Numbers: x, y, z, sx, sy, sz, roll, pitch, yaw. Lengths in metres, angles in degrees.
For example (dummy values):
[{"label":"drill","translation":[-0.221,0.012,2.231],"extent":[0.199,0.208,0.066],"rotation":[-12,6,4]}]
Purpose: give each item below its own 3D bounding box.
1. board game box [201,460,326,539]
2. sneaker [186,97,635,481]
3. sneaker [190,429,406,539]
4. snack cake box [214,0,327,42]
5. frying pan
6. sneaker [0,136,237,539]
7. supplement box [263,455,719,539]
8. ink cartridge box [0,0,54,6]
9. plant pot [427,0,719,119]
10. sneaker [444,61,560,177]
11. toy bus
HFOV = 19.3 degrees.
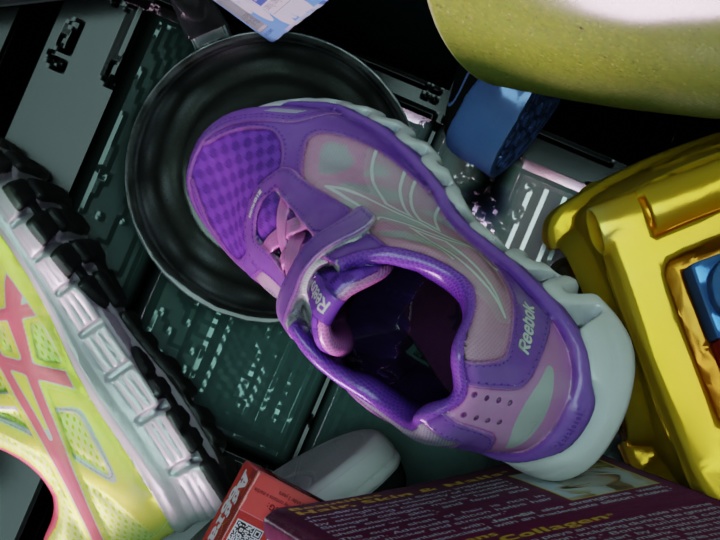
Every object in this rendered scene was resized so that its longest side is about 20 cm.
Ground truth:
[{"label":"board game box","translation":[0.017,0.160,0.787],"extent":[0.200,0.019,0.103],"rotation":[30,89,-21]},{"label":"sneaker","translation":[0.000,0.000,0.739],"extent":[0.200,0.088,0.081],"rotation":[38,114,34]},{"label":"sneaker","translation":[-0.040,0.160,0.815],"extent":[0.200,0.073,0.112],"rotation":[-40,100,-3]},{"label":"snack cake box","translation":[0.008,-0.185,0.751],"extent":[0.067,0.115,0.200],"rotation":[36,83,-8]},{"label":"frying pan","translation":[-0.061,-0.063,0.822],"extent":[0.190,0.031,0.115],"rotation":[44,100,-6]},{"label":"sneaker","translation":[-0.134,0.028,0.816],"extent":[0.090,0.078,0.200],"rotation":[-33,84,8]},{"label":"supplement box","translation":[0.065,0.132,0.683],"extent":[0.131,0.200,0.103],"rotation":[-10,100,-20]},{"label":"ink cartridge box","translation":[-0.071,-0.203,0.838],"extent":[0.200,0.045,0.176],"rotation":[-6,88,2]},{"label":"plant pot","translation":[0.153,-0.120,0.682],"extent":[0.200,0.187,0.187],"rotation":[23,88,31]},{"label":"sneaker","translation":[0.067,-0.137,0.821],"extent":[0.078,0.070,0.200],"rotation":[25,85,12]},{"label":"toy bus","translation":[0.155,0.043,0.743],"extent":[0.136,0.192,0.200],"rotation":[-20,88,0]}]
